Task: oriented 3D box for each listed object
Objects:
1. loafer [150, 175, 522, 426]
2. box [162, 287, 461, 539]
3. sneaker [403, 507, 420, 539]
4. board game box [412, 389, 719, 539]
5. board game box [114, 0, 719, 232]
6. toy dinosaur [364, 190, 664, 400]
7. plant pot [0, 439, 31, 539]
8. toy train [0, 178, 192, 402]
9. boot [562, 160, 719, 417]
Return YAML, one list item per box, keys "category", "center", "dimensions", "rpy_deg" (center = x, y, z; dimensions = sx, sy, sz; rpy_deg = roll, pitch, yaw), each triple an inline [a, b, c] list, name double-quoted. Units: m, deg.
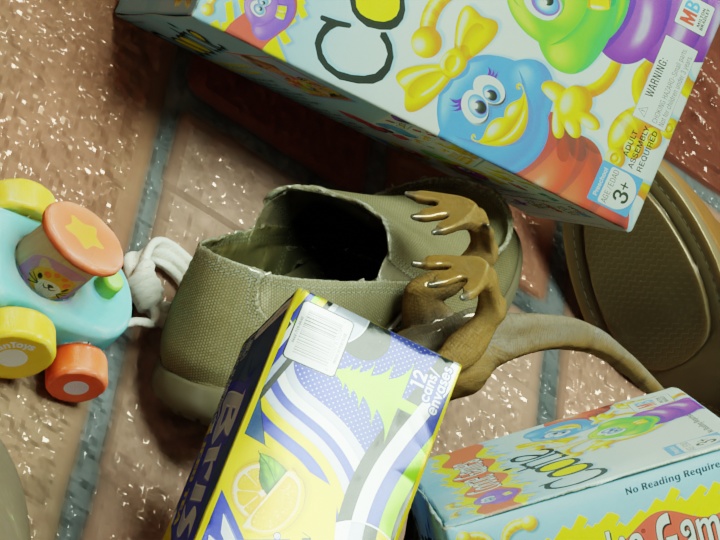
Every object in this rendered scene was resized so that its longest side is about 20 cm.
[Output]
- category: "loafer"
  center: [0.000, 0.000, 1.129]
  dimensions: [0.076, 0.068, 0.200]
  rpy_deg: [23, 31, 25]
- category: "box"
  center: [-0.036, 0.111, 0.964]
  dimensions: [0.064, 0.070, 0.200]
  rpy_deg: [26, 66, -9]
- category: "sneaker"
  center: [0.066, 0.156, 1.101]
  dimensions: [0.073, 0.112, 0.200]
  rpy_deg: [-113, -169, -78]
- category: "board game box"
  center: [0.095, 0.156, 1.003]
  dimensions: [0.105, 0.103, 0.200]
  rpy_deg: [-132, -154, -80]
- category: "board game box"
  center: [0.024, -0.104, 1.176]
  dimensions: [0.200, 0.105, 0.103]
  rpy_deg: [25, 86, -22]
- category: "toy dinosaur"
  center: [0.037, 0.027, 1.098]
  dimensions: [0.200, 0.106, 0.060]
  rpy_deg: [-18, 44, -30]
- category: "plant pot"
  center: [-0.165, 0.103, 0.830]
  dimensions: [0.200, 0.200, 0.175]
  rpy_deg: [43, 23, -11]
- category: "toy train"
  center: [-0.129, -0.052, 1.070]
  dimensions: [0.200, 0.056, 0.150]
  rpy_deg: [49, 39, -3]
- category: "boot"
  center: [0.175, 0.008, 1.314]
  dimensions: [0.200, 0.074, 0.155]
  rpy_deg: [60, 39, -10]
